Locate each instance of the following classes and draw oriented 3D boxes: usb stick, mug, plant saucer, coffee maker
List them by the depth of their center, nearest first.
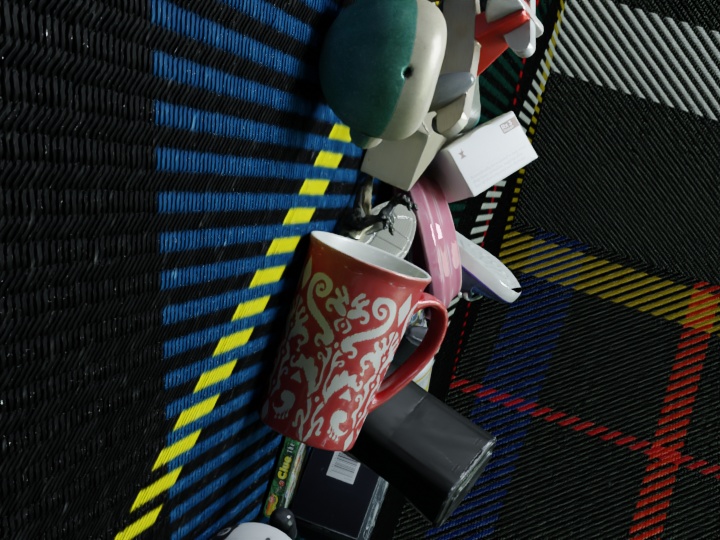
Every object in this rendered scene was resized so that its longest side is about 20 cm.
[{"bbox_3d":[-0.004,0.083,1.488,0.133,0.177,0.201,-105,-144,-80],"label":"mug"},{"bbox_3d":[0.052,0.202,1.740,0.135,0.200,0.192,-53,165,-11],"label":"coffee maker"},{"bbox_3d":[0.033,0.129,1.854,0.200,0.055,0.033,-45,-138,45],"label":"usb stick"},{"bbox_3d":[0.088,-0.039,1.854,0.201,0.051,0.202,168,-90,-84],"label":"plant saucer"}]

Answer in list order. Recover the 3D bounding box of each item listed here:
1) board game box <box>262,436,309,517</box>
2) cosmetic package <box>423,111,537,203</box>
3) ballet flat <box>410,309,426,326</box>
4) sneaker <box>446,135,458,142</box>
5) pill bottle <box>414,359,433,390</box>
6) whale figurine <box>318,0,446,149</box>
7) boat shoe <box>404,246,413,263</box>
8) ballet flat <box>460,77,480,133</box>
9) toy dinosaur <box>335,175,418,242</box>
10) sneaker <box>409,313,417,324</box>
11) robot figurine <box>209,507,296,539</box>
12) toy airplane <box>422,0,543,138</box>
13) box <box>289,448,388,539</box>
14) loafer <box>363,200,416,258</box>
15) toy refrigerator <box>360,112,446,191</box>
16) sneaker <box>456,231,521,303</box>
[{"bbox_3d":[-0.073,0.198,1.750,0.105,0.023,0.201,-16,123,-78],"label":"board game box"},{"bbox_3d":[0.144,-0.140,1.839,0.101,0.074,0.200,-31,-174,-8],"label":"cosmetic package"},{"bbox_3d":[0.047,0.091,1.886,0.200,0.072,0.072,-44,-166,46],"label":"ballet flat"},{"bbox_3d":[0.121,-0.187,2.009,0.116,0.073,0.201,-41,147,-67],"label":"sneaker"},{"bbox_3d":[0.049,0.134,2.083,0.200,0.112,0.112,94,16,-57],"label":"pill bottle"},{"bbox_3d":[0.007,-0.192,1.305,0.200,0.103,0.160,-131,-125,-72],"label":"whale figurine"},{"bbox_3d":[0.011,0.040,1.807,0.068,0.071,0.201,-23,138,-85],"label":"boat shoe"},{"bbox_3d":[0.121,-0.267,1.859,0.067,0.064,0.201,-33,-137,37],"label":"ballet flat"},{"bbox_3d":[0.011,-0.057,1.612,0.048,0.088,0.200,52,42,-30],"label":"toy dinosaur"},{"bbox_3d":[-0.003,0.104,1.609,0.200,0.079,0.095,-53,141,9],"label":"sneaker"},{"bbox_3d":[-0.112,0.334,1.472,0.200,0.124,0.151,91,-15,-63],"label":"robot figurine"},{"bbox_3d":[0.094,-0.244,1.517,0.200,0.141,0.200,-63,-156,5],"label":"toy airplane"},{"bbox_3d":[-0.014,0.286,2.023,0.182,0.104,0.201,86,24,-71],"label":"box"},{"bbox_3d":[0.000,0.000,1.702,0.200,0.072,0.063,-58,-178,-34],"label":"loafer"},{"bbox_3d":[0.062,-0.170,1.706,0.200,0.070,0.076,-53,166,-62],"label":"toy refrigerator"},{"bbox_3d":[0.111,0.026,1.973,0.147,0.200,0.080,-59,157,17],"label":"sneaker"}]
